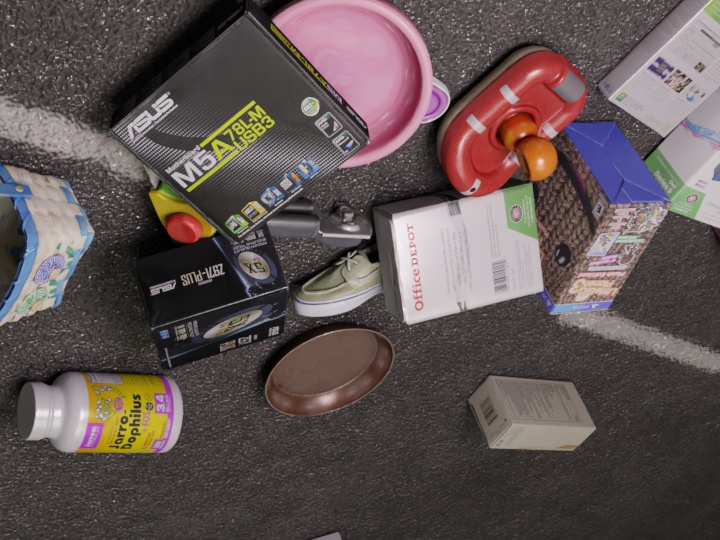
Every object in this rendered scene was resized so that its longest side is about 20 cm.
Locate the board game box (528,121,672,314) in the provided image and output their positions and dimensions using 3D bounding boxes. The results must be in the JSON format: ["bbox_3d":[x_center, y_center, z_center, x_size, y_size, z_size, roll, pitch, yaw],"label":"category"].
[{"bbox_3d":[0.293,-0.070,1.502,0.096,0.160,0.201,-3,138,-24],"label":"board game box"}]

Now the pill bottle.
[{"bbox_3d":[-0.342,0.187,1.498,0.199,0.105,0.105,6,133,-34],"label":"pill bottle"}]

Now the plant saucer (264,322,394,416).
[{"bbox_3d":[-0.049,0.140,1.665,0.199,0.035,0.201,-16,142,-13],"label":"plant saucer"}]

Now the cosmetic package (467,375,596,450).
[{"bbox_3d":[0.289,0.242,1.919,0.199,0.106,0.071,10,133,-35],"label":"cosmetic package"}]

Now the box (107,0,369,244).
[{"bbox_3d":[-0.124,-0.149,1.186,0.199,0.048,0.193,-35,123,19],"label":"box"}]

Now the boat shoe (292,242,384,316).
[{"bbox_3d":[0.000,0.000,1.510,0.199,0.072,0.062,-22,124,-15],"label":"boat shoe"}]

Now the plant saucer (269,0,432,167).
[{"bbox_3d":[-0.024,-0.206,1.210,0.199,0.051,0.202,-1,127,-1],"label":"plant saucer"}]

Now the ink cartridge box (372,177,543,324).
[{"bbox_3d":[0.125,-0.028,1.467,0.198,0.084,0.147,-12,105,-16],"label":"ink cartridge box"}]

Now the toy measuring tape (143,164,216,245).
[{"bbox_3d":[-0.199,-0.092,1.274,0.073,0.074,0.201,-21,137,-5],"label":"toy measuring tape"}]

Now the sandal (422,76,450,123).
[{"bbox_3d":[0.024,-0.203,1.282,0.201,0.050,0.083,5,133,-33],"label":"sandal"}]

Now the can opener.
[{"bbox_3d":[-0.078,-0.051,1.404,0.199,0.054,0.067,1,135,-29],"label":"can opener"}]

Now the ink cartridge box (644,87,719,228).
[{"bbox_3d":[0.504,-0.167,1.565,0.145,0.088,0.200,14,127,-39],"label":"ink cartridge box"}]

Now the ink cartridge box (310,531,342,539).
[{"bbox_3d":[-0.082,0.608,2.111,0.144,0.145,0.201,-14,142,-12],"label":"ink cartridge box"}]

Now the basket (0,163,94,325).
[{"bbox_3d":[-0.391,-0.027,1.185,0.199,0.140,0.177,-2,139,-42],"label":"basket"}]

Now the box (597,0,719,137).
[{"bbox_3d":[0.414,-0.269,1.436,0.144,0.036,0.200,21,125,-43],"label":"box"}]

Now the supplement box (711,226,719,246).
[{"bbox_3d":[0.659,-0.067,1.751,0.199,0.111,0.086,-33,142,11],"label":"supplement box"}]

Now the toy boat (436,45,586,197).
[{"bbox_3d":[0.190,-0.159,1.360,0.200,0.131,0.130,-41,139,20],"label":"toy boat"}]

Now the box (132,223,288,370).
[{"bbox_3d":[-0.177,0.036,1.373,0.163,0.087,0.200,-17,164,-12],"label":"box"}]
